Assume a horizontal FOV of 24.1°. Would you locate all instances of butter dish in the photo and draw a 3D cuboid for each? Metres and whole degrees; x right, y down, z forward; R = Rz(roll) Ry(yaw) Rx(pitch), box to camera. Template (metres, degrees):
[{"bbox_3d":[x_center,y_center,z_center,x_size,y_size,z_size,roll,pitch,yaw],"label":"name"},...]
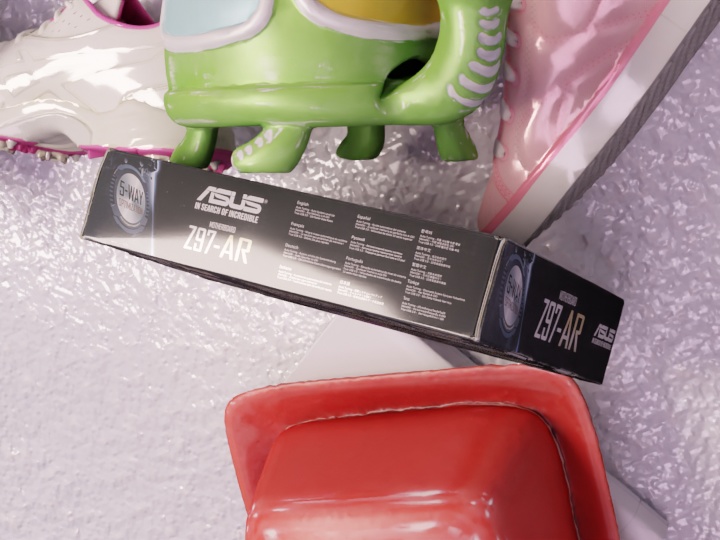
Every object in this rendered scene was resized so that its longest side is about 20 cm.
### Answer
[{"bbox_3d":[0.020,0.162,0.819,0.199,0.148,0.200,-7,108,23],"label":"butter dish"}]

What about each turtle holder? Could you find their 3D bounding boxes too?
[{"bbox_3d":[-0.015,-0.110,0.733,0.141,0.186,0.132,-3,96,-10],"label":"turtle holder"}]

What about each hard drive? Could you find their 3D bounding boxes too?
[{"bbox_3d":[0.043,0.114,0.890,0.200,0.027,0.132,39,120,2],"label":"hard drive"}]

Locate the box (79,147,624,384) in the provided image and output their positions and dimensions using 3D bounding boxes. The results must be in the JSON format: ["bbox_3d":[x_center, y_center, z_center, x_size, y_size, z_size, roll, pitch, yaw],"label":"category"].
[{"bbox_3d":[0.000,0.000,0.763,0.200,0.160,0.044,14,87,28],"label":"box"}]

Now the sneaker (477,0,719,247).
[{"bbox_3d":[0.089,-0.105,0.756,0.105,0.075,0.200,39,121,10],"label":"sneaker"}]

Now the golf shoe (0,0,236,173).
[{"bbox_3d":[-0.149,-0.099,0.862,0.200,0.075,0.092,8,90,21],"label":"golf shoe"}]
